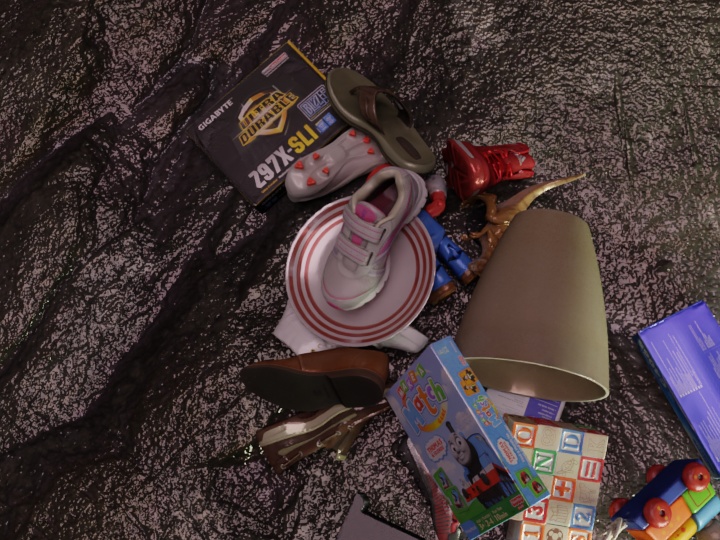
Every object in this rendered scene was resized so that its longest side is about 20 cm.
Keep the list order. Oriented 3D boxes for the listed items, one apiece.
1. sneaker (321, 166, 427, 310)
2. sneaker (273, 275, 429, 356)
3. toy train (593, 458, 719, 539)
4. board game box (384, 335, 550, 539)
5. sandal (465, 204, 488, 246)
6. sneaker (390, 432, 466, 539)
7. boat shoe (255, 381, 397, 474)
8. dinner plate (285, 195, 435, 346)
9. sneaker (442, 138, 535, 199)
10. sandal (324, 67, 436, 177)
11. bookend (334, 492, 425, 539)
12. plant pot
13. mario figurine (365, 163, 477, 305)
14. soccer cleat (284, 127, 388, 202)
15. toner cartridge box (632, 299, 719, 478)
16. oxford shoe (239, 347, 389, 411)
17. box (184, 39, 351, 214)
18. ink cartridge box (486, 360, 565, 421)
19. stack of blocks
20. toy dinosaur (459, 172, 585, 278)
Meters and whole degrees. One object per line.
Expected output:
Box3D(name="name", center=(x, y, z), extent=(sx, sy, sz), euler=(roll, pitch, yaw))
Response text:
Box3D(name="sneaker", center=(0.006, -0.047, 1.067), extent=(0.081, 0.088, 0.200), euler=(24, 84, 21))
Box3D(name="sneaker", center=(-0.017, 0.092, 1.148), extent=(0.200, 0.074, 0.116), euler=(23, 83, 21))
Box3D(name="toy train", center=(0.347, 0.319, 1.018), extent=(0.200, 0.085, 0.116), euler=(-33, 88, -23))
Box3D(name="board game box", center=(0.114, 0.193, 0.992), extent=(0.037, 0.151, 0.200), euler=(-20, 69, -29))
Box3D(name="sandal", center=(0.227, -0.019, 1.159), extent=(0.200, 0.045, 0.075), euler=(39, 78, 28))
Box3D(name="sneaker", center=(0.089, 0.247, 1.093), extent=(0.098, 0.071, 0.201), euler=(-6, 74, 5))
Box3D(name="boat shoe", center=(-0.030, 0.206, 1.120), extent=(0.202, 0.075, 0.075), euler=(-23, 83, 13))
Box3D(name="dinner plate", center=(0.000, 0.000, 1.116), extent=(0.200, 0.024, 0.200), euler=(-4, 76, 17))
Box3D(name="sneaker", center=(0.171, -0.141, 1.115), extent=(0.115, 0.200, 0.078), euler=(-11, 103, 0))
Box3D(name="sandal", center=(0.034, -0.208, 1.159), extent=(0.080, 0.057, 0.201), euler=(-30, 67, -34))
Box3D(name="bookend", center=(0.045, 0.401, 1.051), extent=(0.199, 0.092, 0.200), euler=(22, 79, 10))
Box3D(name="plant pot", center=(0.213, 0.036, 1.037), extent=(0.187, 0.187, 0.200), euler=(11, 73, 9))
Box3D(name="mario figurine", center=(0.076, -0.055, 1.177), extent=(0.106, 0.123, 0.200), euler=(-39, 80, 40))
Box3D(name="soccer cleat", center=(-0.018, -0.154, 1.207), extent=(0.200, 0.078, 0.069), euler=(-27, 81, -20))
Box3D(name="toner cartridge box", center=(0.434, 0.147, 1.088), extent=(0.095, 0.043, 0.200), euler=(-26, 75, 1))
Box3D(name="oxford shoe", center=(-0.056, 0.130, 1.095), extent=(0.200, 0.071, 0.071), euler=(-1, 37, 22))
Box3D(name="box", center=(-0.122, -0.203, 1.239), extent=(0.200, 0.049, 0.160), euler=(-41, 77, -4))
Box3D(name="ink cartridge box", center=(0.217, 0.147, 1.118), extent=(0.099, 0.039, 0.200), euler=(21, 79, 11))
Box3D(name="stack of blocks", center=(0.216, 0.281, 1.043), extent=(0.115, 0.059, 0.200), euler=(9, 90, -3))
Box3D(name="toy dinosaur", center=(0.191, -0.074, 1.149), extent=(0.106, 0.060, 0.200), euler=(36, 75, 13))
